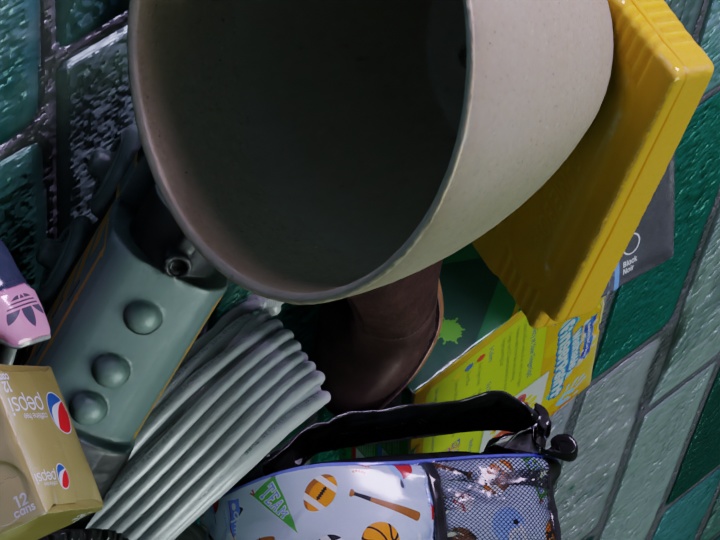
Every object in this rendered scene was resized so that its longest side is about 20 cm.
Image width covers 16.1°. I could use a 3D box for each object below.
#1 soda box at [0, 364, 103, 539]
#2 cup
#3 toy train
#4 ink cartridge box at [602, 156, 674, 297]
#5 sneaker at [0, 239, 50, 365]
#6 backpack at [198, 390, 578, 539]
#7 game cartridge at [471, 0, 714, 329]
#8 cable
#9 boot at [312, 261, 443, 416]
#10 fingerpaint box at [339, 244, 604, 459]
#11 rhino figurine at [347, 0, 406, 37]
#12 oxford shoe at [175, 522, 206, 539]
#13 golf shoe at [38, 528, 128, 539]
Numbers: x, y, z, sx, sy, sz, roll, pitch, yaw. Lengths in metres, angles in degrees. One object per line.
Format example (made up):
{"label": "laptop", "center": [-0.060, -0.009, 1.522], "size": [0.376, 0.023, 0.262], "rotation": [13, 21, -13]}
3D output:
{"label": "soda box", "center": [-0.212, 0.109, 1.060], "size": [0.199, 0.068, 0.064], "rotation": [-26, 170, 14]}
{"label": "cup", "center": [0.021, -0.091, 1.051], "size": [0.143, 0.200, 0.201], "rotation": [-5, 137, -45]}
{"label": "toy train", "center": [-0.111, 0.024, 1.152], "size": [0.200, 0.085, 0.114], "rotation": [-56, -162, 24]}
{"label": "ink cartridge box", "center": [0.130, -0.073, 1.428], "size": [0.099, 0.039, 0.201], "rotation": [-28, 132, -26]}
{"label": "sneaker", "center": [-0.197, 0.066, 1.129], "size": [0.070, 0.082, 0.200], "rotation": [-22, 149, -45]}
{"label": "backpack", "center": [0.005, 0.165, 1.448], "size": [0.190, 0.155, 0.200], "rotation": [6, 156, -20]}
{"label": "game cartridge", "center": [0.068, -0.096, 1.156], "size": [0.032, 0.200, 0.177], "rotation": [-12, 143, -29]}
{"label": "cable", "center": [-0.105, 0.103, 1.313], "size": [0.200, 0.069, 0.200], "rotation": [-43, 179, 15]}
{"label": "boot", "center": [0.000, 0.000, 1.352], "size": [0.201, 0.072, 0.166], "rotation": [-67, 164, 16]}
{"label": "fingerpaint box", "center": [0.069, 0.050, 1.586], "size": [0.167, 0.073, 0.200], "rotation": [-37, 157, -18]}
{"label": "rhino figurine", "center": [-0.026, -0.075, 1.189], "size": [0.200, 0.087, 0.060], "rotation": [107, 5, -48]}
{"label": "oxford shoe", "center": [-0.160, 0.224, 1.491], "size": [0.200, 0.075, 0.058], "rotation": [-43, 162, 9]}
{"label": "golf shoe", "center": [-0.190, 0.166, 1.121], "size": [0.200, 0.094, 0.078], "rotation": [-27, 109, -33]}
